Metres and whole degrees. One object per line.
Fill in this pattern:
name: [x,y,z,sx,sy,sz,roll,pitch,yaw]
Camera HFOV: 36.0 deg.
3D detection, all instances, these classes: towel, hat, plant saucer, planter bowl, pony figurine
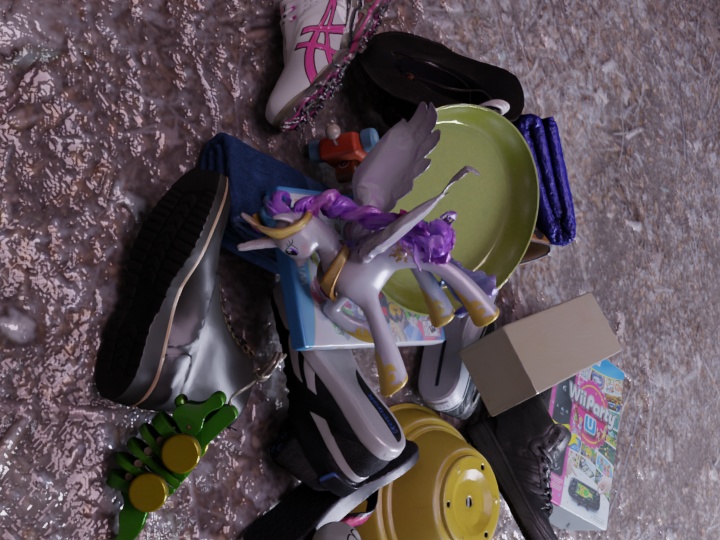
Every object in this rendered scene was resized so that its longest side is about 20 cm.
towel: [-0.061,-0.046,1.022,0.200,0.049,0.112,26,48,-40]
hat: [0.078,-0.176,1.172,0.201,0.201,0.081,-20,137,-47]
towel: [0.195,-0.108,1.235,0.200,0.049,0.148,-106,177,-81]
plant saucer: [0.078,-0.057,1.028,0.200,0.031,0.200,-9,109,-28]
planter bowl: [0.080,0.231,1.106,0.200,0.083,0.201,12,73,-45]
pony figurine: [0.024,-0.020,0.908,0.200,0.193,0.167,49,10,-24]

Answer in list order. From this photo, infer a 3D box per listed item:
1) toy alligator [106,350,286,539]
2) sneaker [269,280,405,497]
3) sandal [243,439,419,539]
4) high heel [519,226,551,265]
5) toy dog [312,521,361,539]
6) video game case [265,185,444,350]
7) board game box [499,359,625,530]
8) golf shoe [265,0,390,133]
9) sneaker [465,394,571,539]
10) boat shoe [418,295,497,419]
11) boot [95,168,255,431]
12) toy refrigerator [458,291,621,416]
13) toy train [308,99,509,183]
toy alligator: [-0.142,0.126,0.874,0.054,0.059,0.200,40,90,-1]
sneaker: [-0.054,0.112,0.998,0.073,0.112,0.200,14,38,-55]
sandal: [-0.024,0.213,1.013,0.200,0.075,0.045,-32,120,-37]
high heel: [0.099,-0.006,1.126,0.200,0.142,0.071,-45,141,-44]
toy dog: [0.014,0.316,0.964,0.132,0.096,0.200,-75,157,-43]
video game case: [0.000,0.000,1.016,0.200,0.018,0.143,2,74,-49]
board game box: [0.236,0.186,1.296,0.148,0.064,0.200,34,58,-38]
golf shoe: [-0.049,-0.219,1.080,0.092,0.073,0.200,30,62,-1]
sneaker: [0.186,0.199,1.179,0.200,0.104,0.060,59,-7,29]
boat shoe: [0.111,0.064,1.193,0.071,0.072,0.200,47,56,-49]
boot: [-0.127,0.029,0.930,0.138,0.077,0.200,29,83,-45]
toy refrigerator: [0.191,0.086,1.170,0.200,0.070,0.076,-16,75,-51]
toy train: [0.058,-0.108,1.091,0.150,0.200,0.056,33,50,-67]
